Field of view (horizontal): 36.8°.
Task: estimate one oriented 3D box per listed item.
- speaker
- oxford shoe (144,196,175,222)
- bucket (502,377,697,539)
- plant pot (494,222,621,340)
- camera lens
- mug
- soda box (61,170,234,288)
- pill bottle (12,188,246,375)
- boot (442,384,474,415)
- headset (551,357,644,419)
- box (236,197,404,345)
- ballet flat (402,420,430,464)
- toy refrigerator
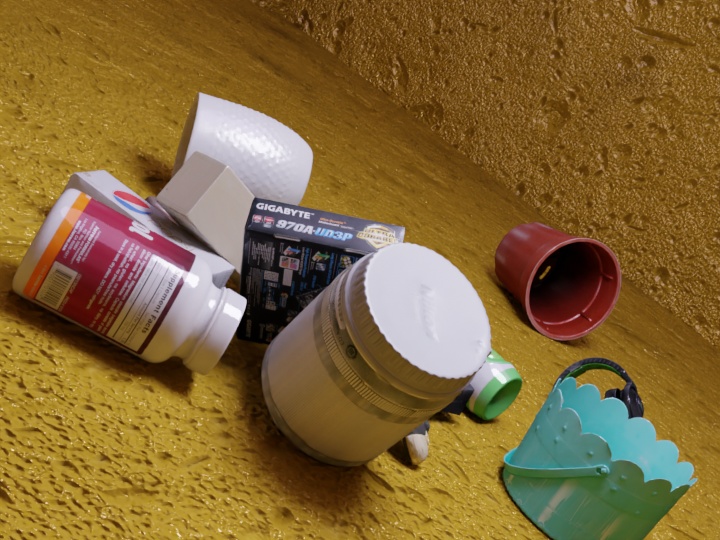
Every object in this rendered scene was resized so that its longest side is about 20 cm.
[{"bbox_3d":[0.123,0.110,1.463,0.200,0.089,0.088,43,18,31],"label":"speaker"},{"bbox_3d":[-0.186,-0.058,1.382,0.200,0.073,0.071,24,18,-28],"label":"oxford shoe"},{"bbox_3d":[0.276,0.237,1.280,0.207,0.135,0.207,31,15,-9],"label":"bucket"},{"bbox_3d":[0.364,0.005,2.086,0.200,0.201,0.195,25,9,-25],"label":"plant pot"},{"bbox_3d":[0.009,0.086,1.050,0.160,0.200,0.160,21,48,-25],"label":"camera lens"},{"bbox_3d":[-0.172,-0.146,1.542,0.175,0.148,0.200,15,-22,-16],"label":"mug"},{"bbox_3d":[-0.244,-0.032,1.210,0.200,0.064,0.068,35,16,11],"label":"soda box"},{"bbox_3d":[-0.215,0.016,1.029,0.200,0.113,0.113,30,16,-13],"label":"pill bottle"},{"bbox_3d":[0.032,0.105,1.327,0.200,0.066,0.165,10,36,-48],"label":"boot"},{"bbox_3d":[0.355,0.220,1.551,0.094,0.123,0.200,44,18,-47],"label":"headset"},{"bbox_3d":[-0.047,0.017,1.146,0.158,0.200,0.046,11,52,0],"label":"box"},{"bbox_3d":[0.065,0.116,1.207,0.057,0.201,0.066,-2,-22,4],"label":"ballet flat"},{"bbox_3d":[-0.146,-0.044,1.261,0.070,0.076,0.200,27,-16,41],"label":"toy refrigerator"}]
